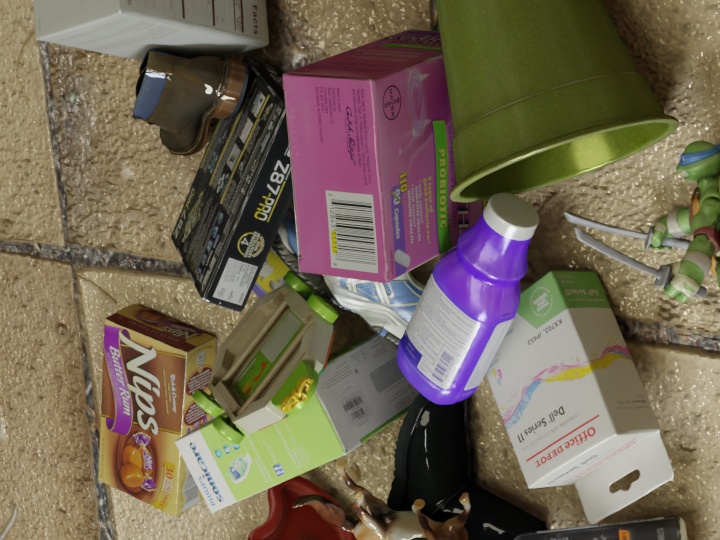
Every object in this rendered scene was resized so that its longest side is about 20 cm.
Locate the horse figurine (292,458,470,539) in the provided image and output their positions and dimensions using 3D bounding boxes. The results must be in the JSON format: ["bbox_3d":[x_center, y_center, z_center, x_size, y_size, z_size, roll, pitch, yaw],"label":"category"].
[{"bbox_3d":[0.039,0.242,1.725,0.198,0.050,0.133,11,143,23],"label":"horse figurine"}]

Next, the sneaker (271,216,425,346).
[{"bbox_3d":[0.000,0.000,1.728,0.199,0.076,0.077,32,96,-8],"label":"sneaker"}]

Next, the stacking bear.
[{"bbox_3d":[-0.086,0.326,1.909,0.113,0.122,0.201,26,134,-4],"label":"stacking bear"}]

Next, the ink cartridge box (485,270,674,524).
[{"bbox_3d":[0.186,0.115,1.618,0.117,0.067,0.202,-38,63,38],"label":"ink cartridge box"}]

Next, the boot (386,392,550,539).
[{"bbox_3d":[0.108,0.219,1.749,0.162,0.073,0.200,30,129,26],"label":"boot"}]

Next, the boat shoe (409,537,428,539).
[{"bbox_3d":[0.066,0.300,1.690,0.057,0.068,0.201,53,166,25],"label":"boat shoe"}]

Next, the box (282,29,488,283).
[{"bbox_3d":[0.032,-0.105,1.605,0.096,0.199,0.178,7,110,33],"label":"box"}]

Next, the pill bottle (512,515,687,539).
[{"bbox_3d":[0.198,0.284,1.640,0.198,0.106,0.107,-8,103,10],"label":"pill bottle"}]

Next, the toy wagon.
[{"bbox_3d":[-0.080,0.090,1.694,0.156,0.039,0.200,-52,28,2],"label":"toy wagon"}]

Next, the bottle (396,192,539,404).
[{"bbox_3d":[0.098,0.023,1.604,0.084,0.065,0.201,46,130,29],"label":"bottle"}]

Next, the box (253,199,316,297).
[{"bbox_3d":[-0.058,-0.059,1.785,0.117,0.048,0.201,45,125,13],"label":"box"}]

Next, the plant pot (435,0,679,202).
[{"bbox_3d":[0.142,-0.179,1.527,0.199,0.199,0.192,-24,80,39],"label":"plant pot"}]

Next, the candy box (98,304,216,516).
[{"bbox_3d":[-0.221,0.150,1.972,0.116,0.056,0.202,21,119,29],"label":"candy box"}]

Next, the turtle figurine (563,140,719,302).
[{"bbox_3d":[0.269,0.006,1.515,0.195,0.199,0.144,62,163,-5],"label":"turtle figurine"}]

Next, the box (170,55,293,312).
[{"bbox_3d":[-0.111,-0.084,1.726,0.202,0.049,0.161,-66,27,14],"label":"box"}]

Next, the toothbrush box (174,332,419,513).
[{"bbox_3d":[-0.060,0.148,1.798,0.199,0.145,0.087,-26,91,38],"label":"toothbrush box"}]

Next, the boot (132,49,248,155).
[{"bbox_3d":[-0.184,-0.169,1.771,0.200,0.096,0.076,148,133,-62],"label":"boot"}]

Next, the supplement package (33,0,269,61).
[{"bbox_3d":[-0.193,-0.266,1.694,0.116,0.199,0.119,-10,81,37],"label":"supplement package"}]
